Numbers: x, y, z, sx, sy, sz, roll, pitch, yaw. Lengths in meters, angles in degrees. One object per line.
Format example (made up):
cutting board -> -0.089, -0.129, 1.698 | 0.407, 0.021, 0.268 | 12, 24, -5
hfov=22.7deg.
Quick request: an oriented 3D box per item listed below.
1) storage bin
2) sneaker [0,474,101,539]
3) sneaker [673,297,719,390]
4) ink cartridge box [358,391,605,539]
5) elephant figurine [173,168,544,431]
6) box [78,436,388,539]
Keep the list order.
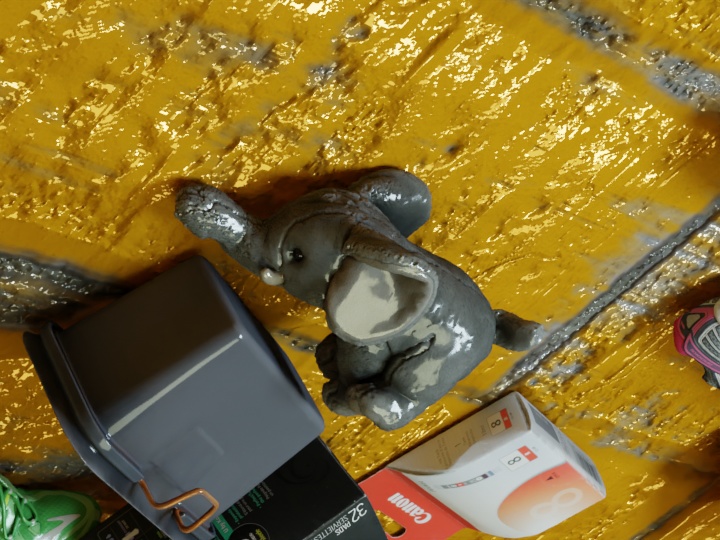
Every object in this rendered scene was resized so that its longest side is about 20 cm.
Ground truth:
storage bin -> -0.115, 0.092, 1.237 | 0.134, 0.146, 0.200 | -34, 142, 2
sneaker -> -0.279, 0.182, 1.315 | 0.199, 0.074, 0.084 | 6, 140, -30
sneaker -> 0.319, 0.078, 1.468 | 0.074, 0.081, 0.200 | -18, 138, 22
ink cartridge box -> 0.090, 0.195, 1.525 | 0.199, 0.050, 0.162 | -34, 141, 13
elephant figurine -> 0.000, 0.000, 1.184 | 0.155, 0.141, 0.201 | -41, 131, -20
box -> -0.090, 0.222, 1.370 | 0.199, 0.124, 0.149 | -36, 144, -9
